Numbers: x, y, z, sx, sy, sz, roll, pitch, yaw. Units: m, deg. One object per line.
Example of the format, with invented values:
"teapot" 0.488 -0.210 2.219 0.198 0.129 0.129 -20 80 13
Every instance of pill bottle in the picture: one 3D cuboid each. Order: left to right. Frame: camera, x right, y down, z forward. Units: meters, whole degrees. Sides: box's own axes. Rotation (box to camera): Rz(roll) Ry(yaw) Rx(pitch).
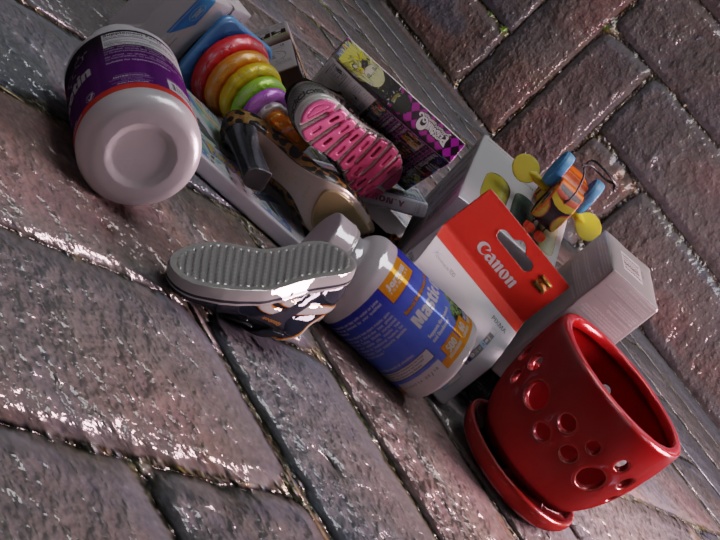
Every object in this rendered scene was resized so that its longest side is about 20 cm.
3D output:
"pill bottle" -0.214 -0.152 1.314 0.112 0.112 0.200 39 15 -33
"pill bottle" 0.021 0.034 1.522 0.200 0.112 0.112 43 14 -18

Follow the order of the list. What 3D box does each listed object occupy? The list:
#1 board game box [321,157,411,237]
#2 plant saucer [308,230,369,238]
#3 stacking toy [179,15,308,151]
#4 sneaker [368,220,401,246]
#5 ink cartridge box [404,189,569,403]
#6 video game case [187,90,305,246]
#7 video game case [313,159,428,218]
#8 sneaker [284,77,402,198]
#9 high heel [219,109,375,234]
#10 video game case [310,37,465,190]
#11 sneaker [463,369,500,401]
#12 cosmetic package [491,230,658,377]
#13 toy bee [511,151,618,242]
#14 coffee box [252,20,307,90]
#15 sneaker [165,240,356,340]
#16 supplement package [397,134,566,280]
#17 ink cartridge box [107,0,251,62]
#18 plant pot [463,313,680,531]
"board game box" 0.011 -0.106 2.007 0.148 0.064 0.200 49 14 0
"plant saucer" 0.000 0.000 1.723 0.200 0.037 0.201 45 13 -13
"stacking toy" -0.122 -0.200 1.705 0.200 0.110 0.116 48 9 33
"sneaker" 0.064 -0.005 1.851 0.200 0.077 0.078 47 14 3
"ink cartridge box" 0.119 0.032 1.614 0.160 0.200 0.047 49 10 -18
"video game case" -0.143 -0.117 1.638 0.200 0.022 0.183 42 14 -24
"video game case" -0.008 -0.110 1.800 0.181 0.023 0.200 16 8 -3
"sneaker" -0.022 -0.157 1.635 0.200 0.074 0.088 38 14 -48
"high heel" -0.070 -0.117 1.641 0.199 0.071 0.143 26 26 -35
"video game case" 0.021 -0.179 1.676 0.181 0.036 0.200 42 -13 -5
"sneaker" 0.175 0.135 1.798 0.114 0.075 0.200 53 16 13
"cosmetic package" 0.250 0.058 1.708 0.090 0.200 0.107 39 26 -17
"toy bee" 0.229 -0.088 1.694 0.131 0.109 0.200 44 3 16
"coffee box" -0.109 -0.245 1.912 0.200 0.079 0.114 -105 175 -64
"sneaker" -0.094 0.023 1.291 0.199 0.080 0.079 -1 39 -40
"supplement package" 0.147 -0.036 1.760 0.152 0.151 0.200 40 29 -6
"ink cartridge box" -0.212 -0.307 1.757 0.068 0.116 0.200 50 14 9
"plant pot" 0.228 0.178 1.594 0.200 0.182 0.201 44 16 -17
